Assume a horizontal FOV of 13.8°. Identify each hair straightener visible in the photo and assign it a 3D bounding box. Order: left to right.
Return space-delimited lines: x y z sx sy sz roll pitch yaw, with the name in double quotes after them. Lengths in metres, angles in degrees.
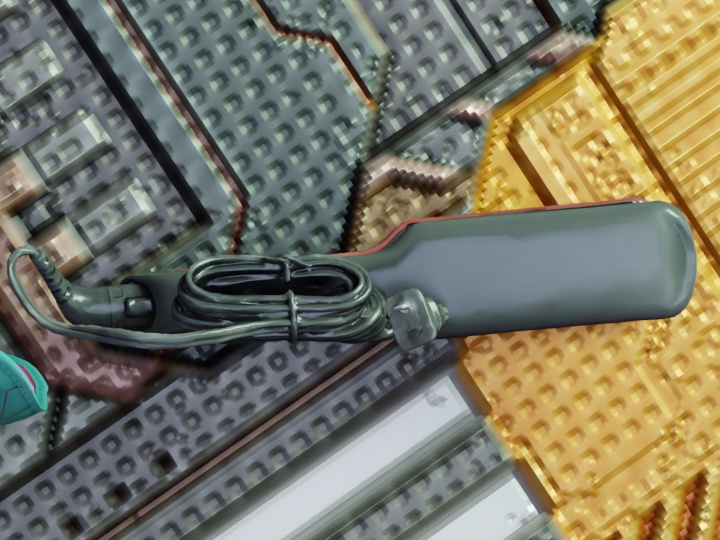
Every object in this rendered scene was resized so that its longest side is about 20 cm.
0.000 0.000 0.846 0.199 0.077 0.041 0 93 -9 "hair straightener"

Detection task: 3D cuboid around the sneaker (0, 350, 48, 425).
-0.148 0.049 0.824 0.120 0.084 0.201 2 89 0 "sneaker"
